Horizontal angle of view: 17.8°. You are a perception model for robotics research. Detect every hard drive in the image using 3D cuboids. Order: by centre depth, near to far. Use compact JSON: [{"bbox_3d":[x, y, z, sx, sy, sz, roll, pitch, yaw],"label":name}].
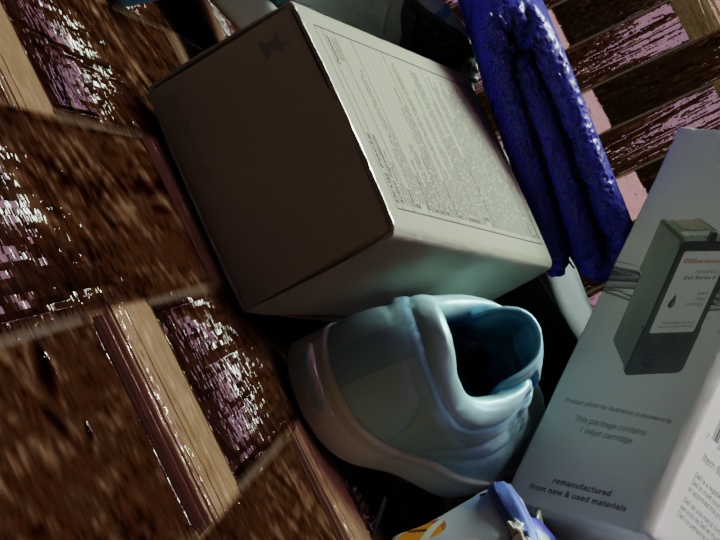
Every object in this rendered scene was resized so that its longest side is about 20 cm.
[{"bbox_3d":[0.083,0.002,1.155,0.140,0.033,0.200,57,10,-24],"label":"hard drive"}]

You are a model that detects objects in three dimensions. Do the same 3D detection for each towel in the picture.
[{"bbox_3d":[0.082,-0.083,1.116,0.200,0.050,0.148,-93,159,-73],"label":"towel"}]

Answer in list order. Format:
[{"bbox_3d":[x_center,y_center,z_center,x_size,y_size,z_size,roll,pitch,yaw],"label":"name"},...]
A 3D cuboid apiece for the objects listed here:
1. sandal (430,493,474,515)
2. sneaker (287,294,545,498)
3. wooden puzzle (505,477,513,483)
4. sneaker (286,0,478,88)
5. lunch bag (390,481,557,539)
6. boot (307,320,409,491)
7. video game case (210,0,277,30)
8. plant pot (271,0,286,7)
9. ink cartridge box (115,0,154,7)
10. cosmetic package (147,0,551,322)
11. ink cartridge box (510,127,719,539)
[{"bbox_3d":[0.093,0.162,1.315,0.207,0.059,0.079,60,5,-39],"label":"sandal"},{"bbox_3d":[0.051,0.050,0.969,0.200,0.082,0.074,9,61,-64],"label":"sneaker"},{"bbox_3d":[0.118,0.162,1.163,0.185,0.037,0.200,65,-6,-11],"label":"wooden puzzle"},{"bbox_3d":[0.001,-0.147,1.192,0.200,0.072,0.073,43,30,-47],"label":"sneaker"},{"bbox_3d":[0.084,0.183,0.974,0.160,0.076,0.200,64,2,41],"label":"lunch bag"},{"bbox_3d":[0.000,0.000,1.109,0.200,0.066,0.175,63,3,4],"label":"boot"},{"bbox_3d":[-0.025,-0.104,1.227,0.200,0.024,0.182,47,2,28],"label":"video game case"},{"bbox_3d":[-0.042,-0.222,1.328,0.200,0.200,0.135,55,44,-67],"label":"plant pot"},{"bbox_3d":[-0.091,-0.223,0.951,0.116,0.067,0.200,-107,-174,-68],"label":"ink cartridge box"},{"bbox_3d":[0.002,-0.036,0.953,0.200,0.073,0.104,10,54,-66],"label":"cosmetic package"},{"bbox_3d":[0.171,0.056,1.038,0.084,0.200,0.145,10,-25,44],"label":"ink cartridge box"}]
